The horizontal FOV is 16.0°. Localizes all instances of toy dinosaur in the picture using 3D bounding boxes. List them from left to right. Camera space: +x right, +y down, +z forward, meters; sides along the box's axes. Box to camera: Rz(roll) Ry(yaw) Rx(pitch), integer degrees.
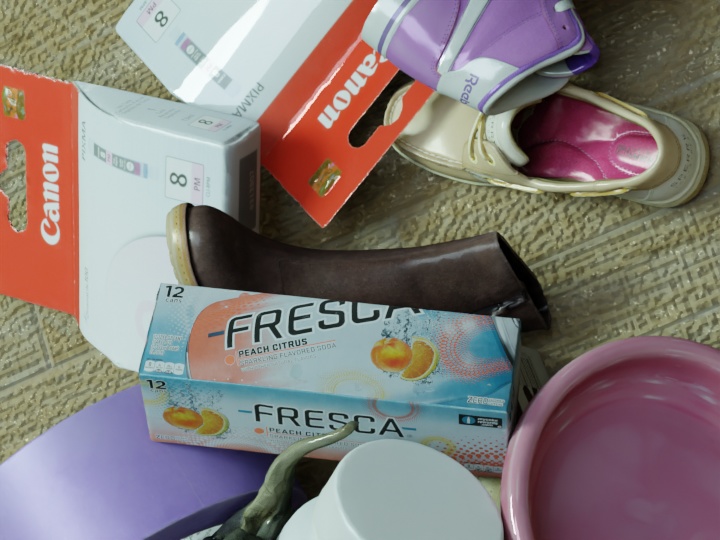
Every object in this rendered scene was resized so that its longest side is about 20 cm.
[{"bbox_3d":[-0.062,0.147,1.392,0.047,0.088,0.200,48,147,17],"label":"toy dinosaur"}]

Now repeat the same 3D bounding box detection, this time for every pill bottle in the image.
[{"bbox_3d":[-0.006,0.189,1.358,0.114,0.114,0.200,46,132,22],"label":"pill bottle"}]

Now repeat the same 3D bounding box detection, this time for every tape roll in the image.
[{"bbox_3d":[-0.136,0.149,1.470,0.200,0.200,0.085,-39,69,16],"label":"tape roll"}]

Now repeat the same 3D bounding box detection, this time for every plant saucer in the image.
[{"bbox_3d":[0.162,0.136,1.366,0.051,0.200,0.201,-42,61,61],"label":"plant saucer"}]

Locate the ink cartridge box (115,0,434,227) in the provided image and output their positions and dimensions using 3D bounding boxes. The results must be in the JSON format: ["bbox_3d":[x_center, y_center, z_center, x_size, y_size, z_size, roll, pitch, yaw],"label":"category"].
[{"bbox_3d":[-0.040,-0.149,1.522,0.163,0.057,0.200,-51,49,11],"label":"ink cartridge box"}]

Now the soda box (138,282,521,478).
[{"bbox_3d":[-0.015,0.059,1.371,0.200,0.068,0.064,5,54,6],"label":"soda box"}]

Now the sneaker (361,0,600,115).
[{"bbox_3d":[0.102,-0.165,1.446,0.114,0.073,0.200,34,66,11],"label":"sneaker"}]

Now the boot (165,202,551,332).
[{"bbox_3d":[0.000,0.000,1.434,0.166,0.200,0.072,-18,54,19],"label":"boot"}]

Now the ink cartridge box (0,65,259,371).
[{"bbox_3d":[-0.155,-0.027,1.542,0.200,0.057,0.163,12,116,22],"label":"ink cartridge box"}]

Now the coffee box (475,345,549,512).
[{"bbox_3d":[0.077,0.154,1.437,0.113,0.080,0.200,-27,73,19],"label":"coffee box"}]

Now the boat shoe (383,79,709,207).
[{"bbox_3d":[0.097,-0.081,1.461,0.200,0.069,0.074,9,88,26],"label":"boat shoe"}]
